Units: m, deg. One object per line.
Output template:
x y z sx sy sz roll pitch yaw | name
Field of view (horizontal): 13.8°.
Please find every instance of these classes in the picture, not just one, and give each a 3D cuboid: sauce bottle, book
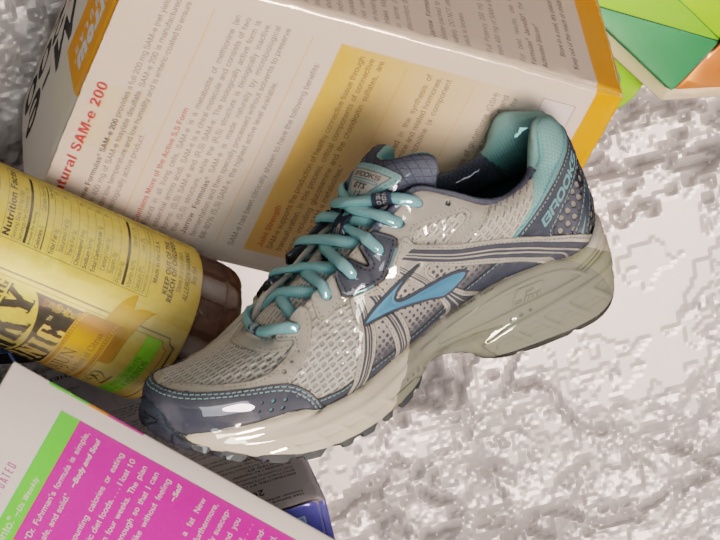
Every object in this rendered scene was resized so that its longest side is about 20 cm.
-0.141 -0.009 1.087 0.200 0.065 0.065 23 104 -25 | sauce bottle
-0.067 0.137 1.043 0.200 0.048 0.134 30 79 -1 | book

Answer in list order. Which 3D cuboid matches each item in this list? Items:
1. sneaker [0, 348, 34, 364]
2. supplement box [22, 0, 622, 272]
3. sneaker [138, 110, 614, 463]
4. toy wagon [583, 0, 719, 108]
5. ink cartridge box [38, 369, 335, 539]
-0.157 0.006 1.165 0.200 0.078 0.070 -12 113 -32 | sneaker
-0.018 -0.066 1.143 0.200 0.074 0.126 14 127 -19 | supplement box
0.000 0.000 1.081 0.200 0.078 0.086 -26 120 -28 | sneaker
0.136 -0.128 1.192 0.155 0.040 0.200 40 98 -24 | toy wagon
-0.084 0.106 1.144 0.136 0.200 0.076 -17 115 -6 | ink cartridge box
